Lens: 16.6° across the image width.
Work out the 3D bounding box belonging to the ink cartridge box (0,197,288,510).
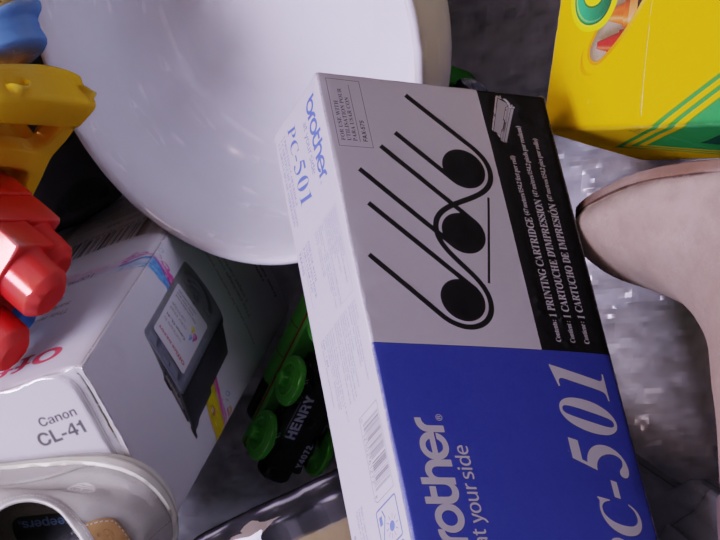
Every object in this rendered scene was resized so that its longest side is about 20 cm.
[{"bbox_3d":[-0.130,0.050,1.051,0.147,0.086,0.200,-20,20,22],"label":"ink cartridge box"}]

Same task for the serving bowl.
[{"bbox_3d":[-0.041,-0.106,0.998,0.200,0.066,0.201,17,121,31],"label":"serving bowl"}]

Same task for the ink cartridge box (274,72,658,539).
[{"bbox_3d":[0.035,0.028,0.848,0.044,0.094,0.201,127,138,-49],"label":"ink cartridge box"}]

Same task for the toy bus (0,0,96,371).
[{"bbox_3d":[-0.175,-0.059,0.975,0.192,0.136,0.200,37,105,21],"label":"toy bus"}]

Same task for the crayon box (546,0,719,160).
[{"bbox_3d":[0.152,-0.143,0.873,0.172,0.058,0.201,2,81,53],"label":"crayon box"}]

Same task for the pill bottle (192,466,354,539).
[{"bbox_3d":[0.021,0.169,0.869,0.112,0.112,0.200,-32,79,44],"label":"pill bottle"}]

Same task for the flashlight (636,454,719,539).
[{"bbox_3d":[0.077,0.089,0.902,0.068,0.068,0.200,-40,41,-13],"label":"flashlight"}]

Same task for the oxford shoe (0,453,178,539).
[{"bbox_3d":[-0.166,0.113,0.944,0.199,0.075,0.058,-10,24,19],"label":"oxford shoe"}]

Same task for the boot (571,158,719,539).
[{"bbox_3d":[0.140,0.041,0.810,0.200,0.070,0.147,-5,65,44],"label":"boot"}]

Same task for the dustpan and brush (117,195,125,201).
[{"bbox_3d":[-0.073,-0.099,1.142,0.200,0.057,0.140,-49,46,-3],"label":"dustpan and brush"}]

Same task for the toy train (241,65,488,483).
[{"bbox_3d":[0.000,0.000,1.051,0.200,0.042,0.056,-62,29,20],"label":"toy train"}]

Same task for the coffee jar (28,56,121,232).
[{"bbox_3d":[-0.199,-0.042,1.135,0.200,0.104,0.086,-16,98,40],"label":"coffee jar"}]
